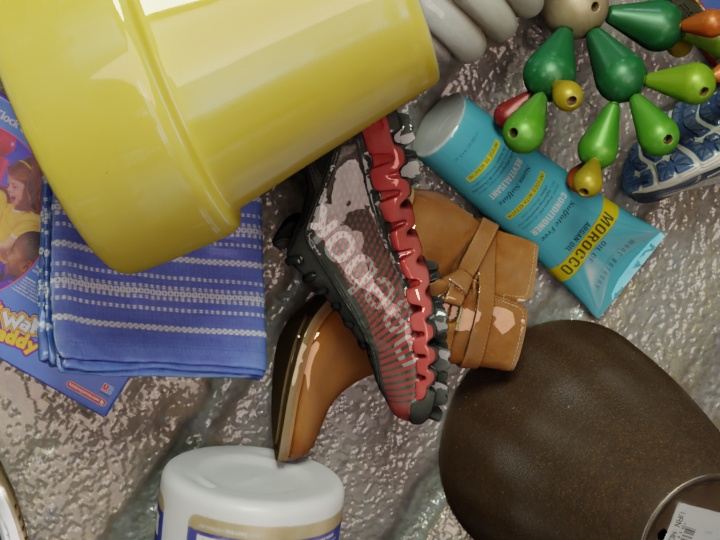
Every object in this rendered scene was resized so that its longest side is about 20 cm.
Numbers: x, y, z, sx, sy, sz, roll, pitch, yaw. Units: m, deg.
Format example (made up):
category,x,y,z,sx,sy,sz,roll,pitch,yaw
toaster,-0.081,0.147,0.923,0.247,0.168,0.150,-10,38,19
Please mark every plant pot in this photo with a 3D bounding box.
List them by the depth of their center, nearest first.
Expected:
category,x,y,z,sx,sy,sz,roll,pitch,yaw
plant pot,-0.068,-0.123,0.638,0.188,0.201,0.202,-20,107,3
plant pot,0.175,0.147,0.848,0.186,0.200,0.188,-4,102,-17

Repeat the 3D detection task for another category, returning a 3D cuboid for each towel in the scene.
category,x,y,z,sx,sy,sz,roll,pitch,yaw
towel,-0.120,-0.035,0.754,0.144,0.024,0.201,6,75,-33

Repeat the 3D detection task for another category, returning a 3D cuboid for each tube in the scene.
category,x,y,z,sx,sy,sz,roll,pitch,yaw
tube,0.123,-0.046,0.878,0.200,0.050,0.078,34,104,-26

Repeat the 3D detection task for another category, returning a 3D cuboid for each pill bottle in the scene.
category,x,y,z,sx,sy,sz,roll,pitch,yaw
pill bottle,-0.079,0.226,0.821,0.119,0.120,0.201,4,100,-19

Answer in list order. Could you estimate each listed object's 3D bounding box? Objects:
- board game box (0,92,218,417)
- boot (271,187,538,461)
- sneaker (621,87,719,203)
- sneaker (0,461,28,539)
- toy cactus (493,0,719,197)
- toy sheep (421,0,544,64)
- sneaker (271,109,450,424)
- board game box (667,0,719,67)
category,x,y,z,sx,sy,sz,roll,pitch,yaw
board game box,-0.205,-0.020,0.769,0.200,0.045,0.135,34,89,-22
boot,0.030,0.046,0.840,0.154,0.074,0.201,18,91,-14
sneaker,0.280,-0.085,0.875,0.199,0.077,0.085,-25,122,22
sneaker,-0.253,0.219,0.787,0.108,0.070,0.201,-11,107,-18
toy cactus,0.162,-0.144,0.838,0.199,0.102,0.166,-28,75,-10
toy sheep,0.057,-0.198,0.782,0.138,0.138,0.200,35,102,-21
sneaker,0.000,0.000,0.767,0.097,0.071,0.202,-12,98,1
board game box,0.305,-0.208,0.902,0.152,0.046,0.200,-47,111,-5
